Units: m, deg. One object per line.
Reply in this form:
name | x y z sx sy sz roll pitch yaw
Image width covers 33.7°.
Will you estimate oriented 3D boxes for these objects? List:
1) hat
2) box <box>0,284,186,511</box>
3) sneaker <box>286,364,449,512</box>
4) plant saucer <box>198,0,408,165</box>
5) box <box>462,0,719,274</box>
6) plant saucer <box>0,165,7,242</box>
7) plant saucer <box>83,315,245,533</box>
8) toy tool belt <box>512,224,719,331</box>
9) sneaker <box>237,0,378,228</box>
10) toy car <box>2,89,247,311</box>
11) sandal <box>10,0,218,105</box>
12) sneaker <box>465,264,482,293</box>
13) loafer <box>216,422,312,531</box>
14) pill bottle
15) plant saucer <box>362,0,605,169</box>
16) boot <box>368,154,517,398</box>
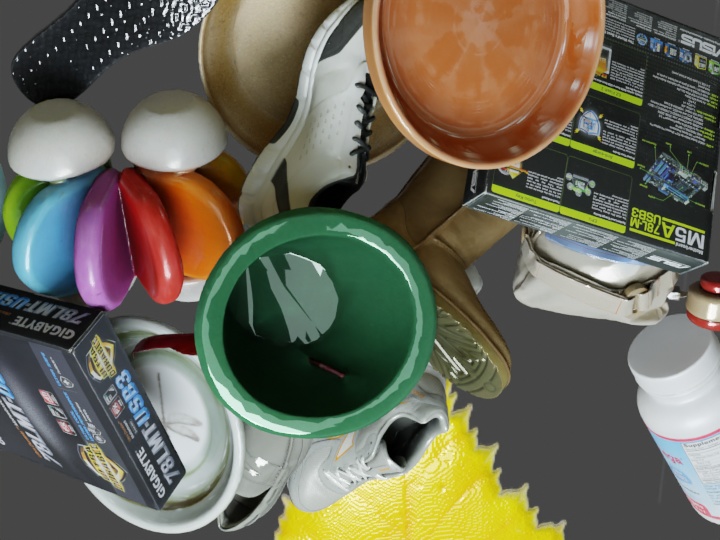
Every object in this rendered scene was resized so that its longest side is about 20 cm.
hat | -0.060 0.020 0.901 0.197 0.176 0.168 6 101 -16
box | -0.258 0.096 0.973 0.196 0.050 0.201 12 139 28
sneaker | 0.004 0.168 1.107 0.075 0.092 0.200 35 111 -25
plant saucer | -0.028 -0.175 0.936 0.197 0.036 0.203 -3 121 -5
box | 0.188 -0.117 0.927 0.198 0.047 0.196 15 76 -17
plant saucer | -0.387 -0.053 0.956 0.198 0.039 0.203 -4 120 -7
plant saucer | -0.179 0.131 1.057 0.198 0.050 0.203 8 109 23
toy tool belt | 0.231 -0.023 1.006 0.197 0.125 0.125 9 114 10
sneaker | -0.013 -0.107 0.884 0.073 0.080 0.202 10 107 -57
toy car | -0.182 -0.033 0.921 0.197 0.151 0.177 -4 127 -1
sandal | -0.186 -0.195 0.906 0.198 0.045 0.075 -27 115 25
sneaker | 0.000 0.000 0.951 0.197 0.078 0.101 -7 90 -9
loafer | -0.092 0.173 1.071 0.069 0.070 0.201 32 139 13
pill bottle | 0.329 0.140 1.126 0.108 0.109 0.201 -29 119 10
plant saucer | 0.086 -0.173 0.827 0.198 0.032 0.203 -7 104 -29
boot | 0.100 -0.025 0.924 0.175 0.200 0.066 46 149 4
